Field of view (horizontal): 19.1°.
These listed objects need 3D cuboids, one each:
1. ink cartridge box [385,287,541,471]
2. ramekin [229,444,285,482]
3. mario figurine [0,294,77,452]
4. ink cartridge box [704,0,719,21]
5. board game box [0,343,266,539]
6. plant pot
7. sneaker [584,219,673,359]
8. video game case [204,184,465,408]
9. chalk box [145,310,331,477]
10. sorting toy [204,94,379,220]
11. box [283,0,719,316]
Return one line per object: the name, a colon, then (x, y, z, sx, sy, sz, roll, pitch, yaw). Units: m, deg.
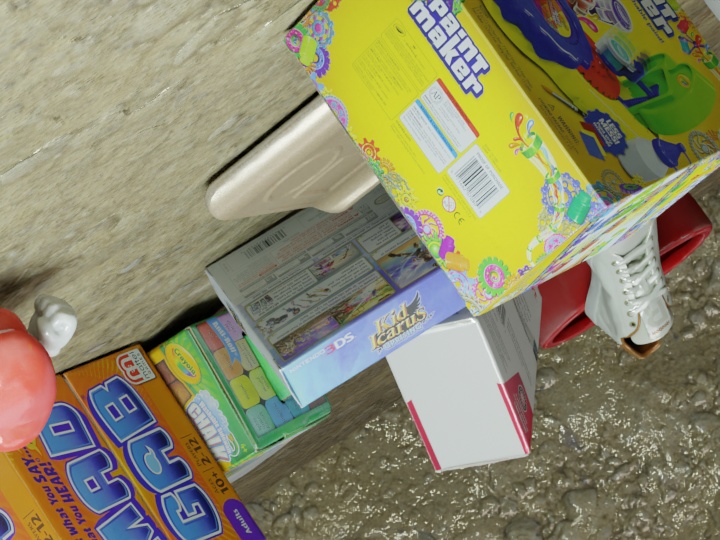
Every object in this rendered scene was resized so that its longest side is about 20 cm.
ink cartridge box: (0.083, 0.037, 1.709, 0.084, 0.145, 0.200, -12, -145, 17)
ramekin: (-0.156, 0.166, 2.181, 0.202, 0.094, 0.202, -33, 172, -5)
mario figurine: (-0.258, 0.064, 1.381, 0.200, 0.106, 0.124, -28, -143, 60)
ink cartridge box: (0.315, -0.267, 1.594, 0.146, 0.083, 0.200, -35, 171, 4)
board game box: (-0.245, 0.216, 1.753, 0.200, 0.200, 0.200, -41, 169, 35)
plant pot: (0.204, -0.053, 2.025, 0.200, 0.183, 0.200, -33, 172, -6)
sneaker: (0.240, 0.007, 1.829, 0.073, 0.085, 0.200, -34, 152, -12)
video game case: (0.000, 0.000, 1.640, 0.200, 0.046, 0.181, -31, -149, -7)
chalk box: (-0.120, 0.109, 1.843, 0.200, 0.125, 0.124, -34, 173, 34)
sorting toy: (-0.003, -0.101, 1.501, 0.185, 0.037, 0.200, -38, 167, 20)
box: (0.099, -0.110, 1.255, 0.192, 0.200, 0.122, -25, 167, -49)
